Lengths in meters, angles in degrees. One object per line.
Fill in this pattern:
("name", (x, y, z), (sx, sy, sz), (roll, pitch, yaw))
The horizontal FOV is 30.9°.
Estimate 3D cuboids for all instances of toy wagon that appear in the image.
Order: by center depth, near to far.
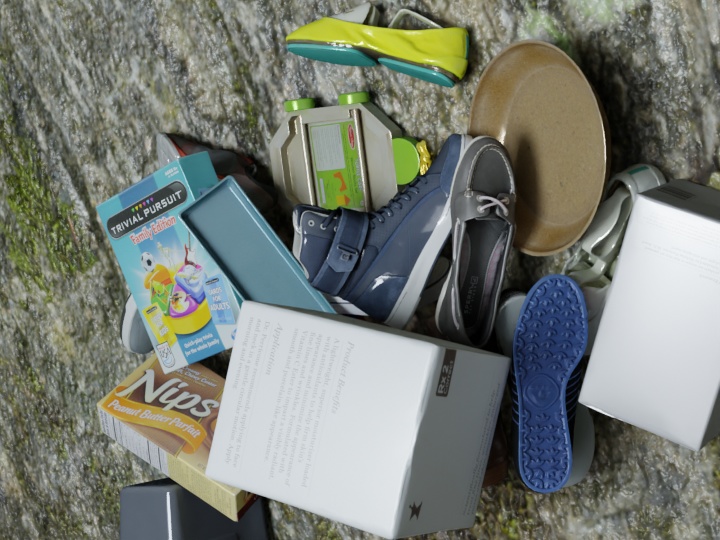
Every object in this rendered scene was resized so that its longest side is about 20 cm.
("toy wagon", (-0.006, -0.108, 1.363), (0.200, 0.040, 0.155), (-2, 99, 32))

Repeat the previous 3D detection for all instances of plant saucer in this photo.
("plant saucer", (0.172, -0.114, 1.216), (0.200, 0.035, 0.200), (20, 114, 56))
("plant saucer", (-0.098, 0.003, 1.321), (0.200, 0.070, 0.019), (52, 167, -2))

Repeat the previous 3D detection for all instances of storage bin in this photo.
("storage bin", (-0.181, 0.300, 1.476), (0.145, 0.200, 0.135), (-7, 88, 34))

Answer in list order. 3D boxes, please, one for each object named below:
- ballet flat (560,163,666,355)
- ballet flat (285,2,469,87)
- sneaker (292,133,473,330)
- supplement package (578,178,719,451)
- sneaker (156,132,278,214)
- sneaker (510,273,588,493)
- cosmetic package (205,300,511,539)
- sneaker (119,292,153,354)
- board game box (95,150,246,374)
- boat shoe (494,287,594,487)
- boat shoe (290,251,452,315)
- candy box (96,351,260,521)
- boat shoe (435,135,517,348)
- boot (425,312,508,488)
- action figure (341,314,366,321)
("ballet flat", (0.222, -0.010, 1.221), (0.069, 0.069, 0.200), (30, 115, 24))
("ballet flat", (0.020, -0.233, 1.313), (0.200, 0.067, 0.067), (15, 87, 26))
("sneaker", (0.017, -0.061, 1.260), (0.146, 0.077, 0.203), (25, 90, -6))
("supplement package", (0.290, 0.036, 1.156), (0.120, 0.121, 0.200), (22, 110, 27))
("sneaker", (-0.159, -0.101, 1.451), (0.200, 0.082, 0.077), (40, 140, 43))
("sneaker", (0.169, 0.105, 1.211), (0.070, 0.078, 0.200), (7, 85, 1))
("cosmetic package", (0.000, 0.129, 1.164), (0.200, 0.165, 0.165), (13, 90, 29))
("sneaker", (-0.193, 0.046, 1.492), (0.121, 0.084, 0.200), (47, 120, 27))
("board game box", (-0.187, -0.005, 1.387), (0.151, 0.047, 0.200), (-23, 89, 41))
("boat shoe", (0.178, 0.112, 1.277), (0.071, 0.064, 0.200), (-16, 99, 3))
("boat shoe", (0.000, 0.000, 1.346), (0.200, 0.072, 0.066), (-2, 129, 29))
("candy box", (-0.177, 0.174, 1.437), (0.200, 0.115, 0.055), (29, 140, 23))
("boat shoe", (0.115, -0.023, 1.216), (0.057, 0.067, 0.200), (-143, 59, -65))
("boot", (0.076, 0.127, 1.279), (0.064, 0.186, 0.200), (9, 108, 42))
("action figure", (-0.001, 0.089, 1.370), (0.099, 0.065, 0.200), (53, 171, -34))
